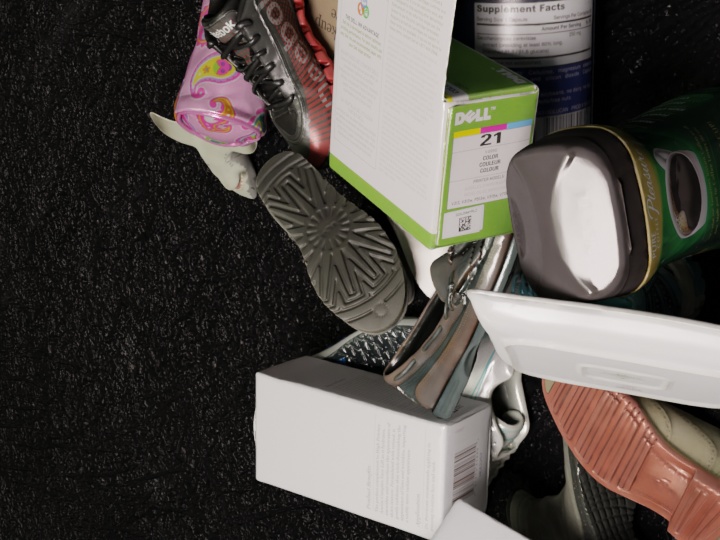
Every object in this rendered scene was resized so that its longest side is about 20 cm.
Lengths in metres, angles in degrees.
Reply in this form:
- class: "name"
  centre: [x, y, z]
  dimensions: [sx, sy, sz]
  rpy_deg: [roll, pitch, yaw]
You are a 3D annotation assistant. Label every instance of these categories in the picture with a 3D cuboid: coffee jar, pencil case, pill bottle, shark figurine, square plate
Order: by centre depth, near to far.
- class: "coffee jar"
  centre: [0.177, -0.049, 0.773]
  dimensions: [0.085, 0.198, 0.106]
  rpy_deg: [-3, 101, 48]
- class: "square plate"
  centre: [0.171, 0.056, 0.787]
  dimensions: [0.197, 0.198, 0.029]
  rpy_deg: [9, 79, 13]
- class: "pill bottle"
  centre: [0.110, -0.171, 0.872]
  dimensions: [0.110, 0.110, 0.203]
  rpy_deg: [17, 117, 44]
- class: "pencil case"
  centre: [-0.101, -0.209, 1.054]
  dimensions: [0.087, 0.087, 0.203]
  rpy_deg: [-4, 70, 49]
- class: "shark figurine"
  centre: [-0.113, -0.169, 1.161]
  dimensions: [0.127, 0.090, 0.215]
  rpy_deg: [31, 144, -6]

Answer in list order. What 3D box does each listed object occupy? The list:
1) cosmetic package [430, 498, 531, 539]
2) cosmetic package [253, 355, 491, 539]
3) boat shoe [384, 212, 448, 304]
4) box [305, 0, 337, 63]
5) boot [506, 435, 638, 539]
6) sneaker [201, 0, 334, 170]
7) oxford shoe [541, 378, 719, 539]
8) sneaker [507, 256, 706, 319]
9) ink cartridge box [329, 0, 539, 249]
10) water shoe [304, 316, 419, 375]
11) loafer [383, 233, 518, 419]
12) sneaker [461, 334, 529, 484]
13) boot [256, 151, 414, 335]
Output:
- class: "cosmetic package"
  centre: [0.111, 0.320, 0.948]
  dimensions: [0.165, 0.168, 0.201]
  rpy_deg: [25, 154, 31]
- class: "cosmetic package"
  centre: [0.007, 0.143, 1.031]
  dimensions: [0.198, 0.074, 0.104]
  rpy_deg: [13, 108, 36]
- class: "boat shoe"
  centre: [0.045, -0.074, 0.959]
  dimensions: [0.071, 0.069, 0.202]
  rpy_deg: [-27, 94, 10]
- class: "box"
  centre: [0.012, -0.207, 0.995]
  dimensions: [0.094, 0.077, 0.203]
  rpy_deg: [33, 127, 36]
- class: "boot"
  centre: [0.161, 0.190, 0.996]
  dimensions: [0.130, 0.067, 0.204]
  rpy_deg: [-1, 103, 55]
- class: "sneaker"
  centre: [-0.073, -0.171, 0.971]
  dimensions: [0.070, 0.097, 0.204]
  rpy_deg: [-16, 93, 49]
- class: "oxford shoe"
  centre: [0.216, 0.128, 0.894]
  dimensions: [0.200, 0.073, 0.071]
  rpy_deg: [45, 132, 23]
- class: "sneaker"
  centre: [0.150, 0.012, 0.917]
  dimensions: [0.198, 0.086, 0.079]
  rpy_deg: [-4, 101, 49]
- class: "ink cartridge box"
  centre: [0.047, -0.138, 0.805]
  dimensions: [0.148, 0.075, 0.203]
  rpy_deg: [42, 135, 50]
- class: "water shoe"
  centre: [0.007, 0.082, 1.124]
  dimensions: [0.197, 0.079, 0.073]
  rpy_deg: [-18, 96, 25]
- class: "loafer"
  centre: [0.068, 0.023, 0.900]
  dimensions: [0.062, 0.072, 0.202]
  rpy_deg: [20, 124, 3]
- class: "sneaker"
  centre: [0.097, 0.143, 1.043]
  dimensions: [0.080, 0.070, 0.204]
  rpy_deg: [22, 120, 39]
- class: "boot"
  centre: [0.002, -0.001, 1.005]
  dimensions: [0.183, 0.072, 0.200]
  rpy_deg: [58, -179, 26]
